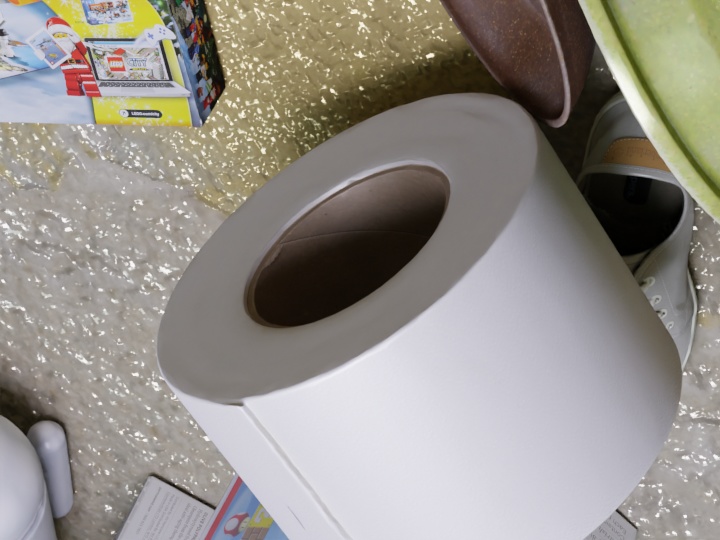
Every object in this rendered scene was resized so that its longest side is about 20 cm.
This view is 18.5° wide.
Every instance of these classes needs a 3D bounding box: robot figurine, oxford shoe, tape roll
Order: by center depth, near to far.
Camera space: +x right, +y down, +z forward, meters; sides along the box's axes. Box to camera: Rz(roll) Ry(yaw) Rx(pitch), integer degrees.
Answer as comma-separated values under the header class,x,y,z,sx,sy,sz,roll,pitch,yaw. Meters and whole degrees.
class,x,y,z,sx,sy,sz,roll,pitch,yaw
tape roll,0.027,0.036,1.002,0.202,0.203,0.139,-17,123,32
oxford shoe,0.131,0.002,1.095,0.075,0.058,0.201,9,133,10
robot figurine,-0.237,0.158,1.309,0.113,0.170,0.201,29,144,28

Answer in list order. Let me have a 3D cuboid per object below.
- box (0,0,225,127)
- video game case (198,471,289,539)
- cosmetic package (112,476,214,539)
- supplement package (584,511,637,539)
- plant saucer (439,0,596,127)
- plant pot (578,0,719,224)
class,x,y,z,sx,sy,sz,roll,pitch,yaw
box,-0.178,-0.140,1.112,0.199,0.038,0.137,3,129,20
video game case,0.022,0.094,1.131,0.199,0.143,0.017,-3,136,39
cosmetic package,-0.071,0.227,1.345,0.199,0.085,0.108,29,133,-4
supplement package,0.031,0.194,1.198,0.152,0.200,0.150,41,131,-15
plant saucer,0.049,-0.157,0.938,0.037,0.200,0.201,-30,120,-6
plant pot,0.197,-0.141,0.877,0.184,0.201,0.201,-25,117,23
